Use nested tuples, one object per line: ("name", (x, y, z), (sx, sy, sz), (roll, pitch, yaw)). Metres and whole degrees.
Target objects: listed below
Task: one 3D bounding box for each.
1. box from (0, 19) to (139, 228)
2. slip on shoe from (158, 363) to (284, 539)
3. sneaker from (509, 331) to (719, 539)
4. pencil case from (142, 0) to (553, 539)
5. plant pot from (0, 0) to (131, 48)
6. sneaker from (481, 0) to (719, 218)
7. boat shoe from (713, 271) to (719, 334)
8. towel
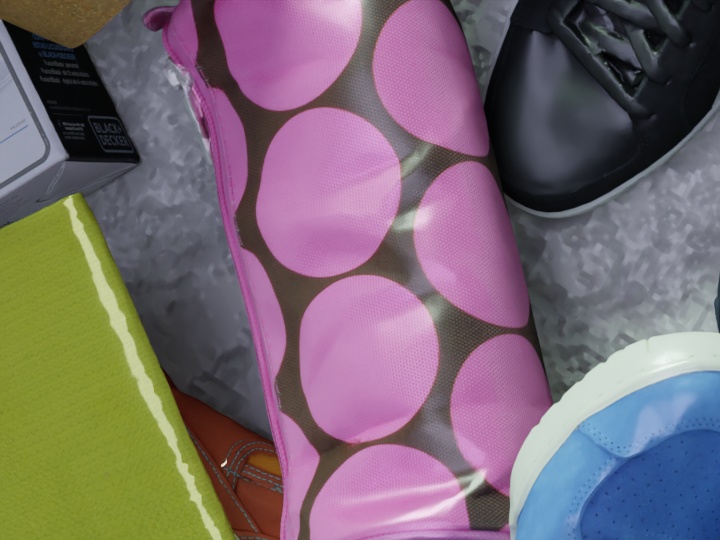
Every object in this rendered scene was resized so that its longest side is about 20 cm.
("box", (-0.171, -0.096, 0.863), (0.116, 0.060, 0.201), (-28, 82, 18))
("slip on shoe", (-0.033, 0.081, 0.823), (0.061, 0.074, 0.200), (-33, 64, -27))
("sneaker", (0.060, 0.119, 0.679), (0.076, 0.112, 0.201), (21, 120, -21))
("pencil case", (0.000, 0.000, 0.771), (0.093, 0.091, 0.201), (-13, 74, -4))
("plant pot", (-0.124, -0.165, 0.752), (0.200, 0.187, 0.186), (44, 106, -12))
("sneaker", (0.089, -0.100, 0.742), (0.073, 0.112, 0.200), (43, 104, 14))
("boat shoe", (0.160, -0.055, 0.700), (0.084, 0.069, 0.201), (24, 99, 18))
("towel", (-0.074, 0.083, 0.782), (0.086, 0.018, 0.201), (-23, 92, 23))
